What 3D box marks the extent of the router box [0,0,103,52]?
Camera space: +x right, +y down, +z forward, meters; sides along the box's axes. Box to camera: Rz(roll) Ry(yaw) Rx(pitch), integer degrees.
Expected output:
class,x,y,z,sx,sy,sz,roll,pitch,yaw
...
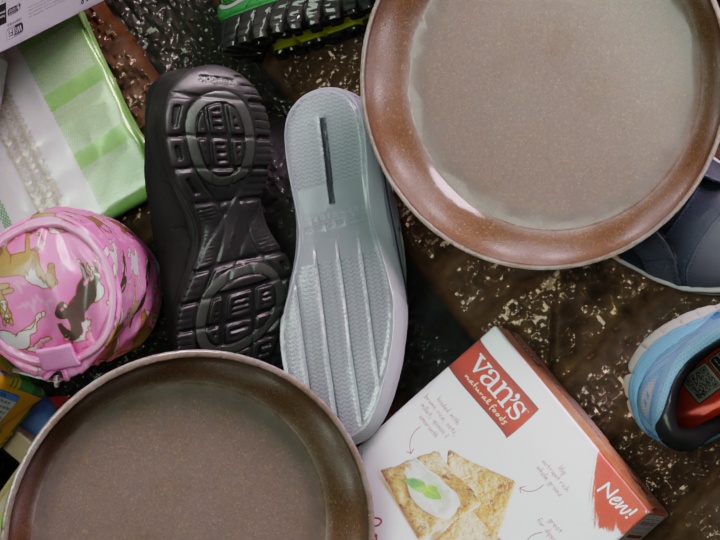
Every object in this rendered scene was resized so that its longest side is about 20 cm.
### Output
class,x,y,z,sx,sy,sz,roll,pitch,yaw
router box,-0.264,-0.166,1.652,0.179,0.200,0.049,16,120,28

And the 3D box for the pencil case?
class,x,y,z,sx,sy,sz,roll,pitch,yaw
pencil case,-0.156,0.012,1.605,0.083,0.200,0.087,40,94,1

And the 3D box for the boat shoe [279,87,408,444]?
class,x,y,z,sx,sy,sz,roll,pitch,yaw
boat shoe,0.000,0.000,1.626,0.073,0.067,0.201,-4,77,23

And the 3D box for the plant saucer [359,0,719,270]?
class,x,y,z,sx,sy,sz,roll,pitch,yaw
plant saucer,0.099,-0.101,1.544,0.200,0.032,0.201,1,94,20

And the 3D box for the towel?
class,x,y,z,sx,sy,sz,roll,pitch,yaw
towel,-0.226,-0.061,1.731,0.200,0.031,0.149,-29,79,10

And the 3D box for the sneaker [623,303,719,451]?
class,x,y,z,sx,sy,sz,roll,pitch,yaw
sneaker,0.227,0.030,1.536,0.078,0.090,0.200,44,103,-11

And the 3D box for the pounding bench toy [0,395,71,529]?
class,x,y,z,sx,sy,sz,roll,pitch,yaw
pounding bench toy,-0.162,0.172,1.630,0.200,0.124,0.156,38,95,17

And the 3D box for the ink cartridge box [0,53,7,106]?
class,x,y,z,sx,sy,sz,roll,pitch,yaw
ink cartridge box,-0.296,-0.043,1.688,0.144,0.085,0.201,9,85,15

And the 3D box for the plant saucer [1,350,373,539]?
class,x,y,z,sx,sy,sz,roll,pitch,yaw
plant saucer,-0.093,0.139,1.549,0.200,0.032,0.201,-3,99,-18

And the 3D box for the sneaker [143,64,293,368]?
class,x,y,z,sx,sy,sz,roll,pitch,yaw
sneaker,-0.084,-0.020,1.659,0.076,0.091,0.201,-6,102,-22

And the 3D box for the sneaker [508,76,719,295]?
class,x,y,z,sx,sy,sz,roll,pitch,yaw
sneaker,0.133,-0.056,1.592,0.200,0.079,0.079,35,94,16

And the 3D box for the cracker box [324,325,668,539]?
class,x,y,z,sx,sy,sz,roll,pitch,yaw
cracker box,0.048,0.145,1.604,0.200,0.058,0.134,-42,74,8

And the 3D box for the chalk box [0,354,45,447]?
class,x,y,z,sx,sy,sz,roll,pitch,yaw
chalk box,-0.292,0.039,1.563,0.200,0.125,0.124,42,97,24

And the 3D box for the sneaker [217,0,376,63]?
class,x,y,z,sx,sy,sz,roll,pitch,yaw
sneaker,0.008,-0.182,1.644,0.200,0.078,0.085,-14,79,16
